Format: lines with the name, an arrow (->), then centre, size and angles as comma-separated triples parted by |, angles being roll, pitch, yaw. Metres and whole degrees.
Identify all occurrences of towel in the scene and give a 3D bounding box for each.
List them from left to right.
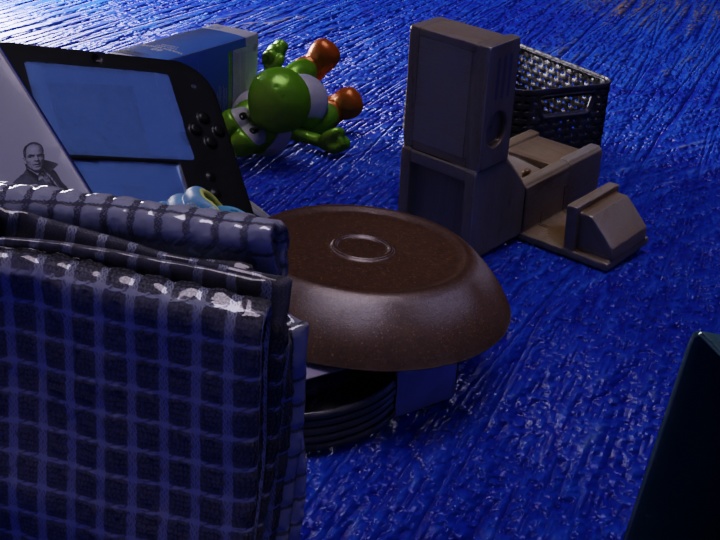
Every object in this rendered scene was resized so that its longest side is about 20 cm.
towel -> -0.106, 0.072, 0.461 | 0.163, 0.203, 0.086 | 9, 25, 13

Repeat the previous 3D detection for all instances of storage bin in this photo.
storage bin -> 0.146, -0.171, 1.190 | 0.133, 0.095, 0.200 | -10, 27, -30

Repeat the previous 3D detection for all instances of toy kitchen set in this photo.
toy kitchen set -> 0.157, -0.113, 0.951 | 0.162, 0.183, 0.199 | 24, 34, 35

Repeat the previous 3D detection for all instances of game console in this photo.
game console -> -0.169, -0.077, 0.810 | 0.198, 0.031, 0.179 | -2, 60, -41

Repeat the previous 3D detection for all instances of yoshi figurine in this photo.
yoshi figurine -> -0.061, -0.168, 1.132 | 0.111, 0.114, 0.200 | 21, 31, 19

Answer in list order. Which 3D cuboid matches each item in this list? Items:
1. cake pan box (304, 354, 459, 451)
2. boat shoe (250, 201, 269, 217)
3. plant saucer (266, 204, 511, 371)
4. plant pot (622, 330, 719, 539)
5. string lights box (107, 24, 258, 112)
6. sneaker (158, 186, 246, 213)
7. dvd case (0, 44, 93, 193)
cake pan box -> -0.060, 0.042, 0.726 | 0.182, 0.053, 0.199 | -16, 31, -35
boat shoe -> -0.157, -0.052, 0.887 | 0.198, 0.063, 0.074 | 15, 8, -35
plant saucer -> 0.000, 0.000, 0.729 | 0.197, 0.037, 0.201 | 6, 24, -3
plant pot -> 0.239, 0.127, 0.494 | 0.197, 0.143, 0.142 | 5, 23, -18
string lights box -> -0.174, -0.166, 1.102 | 0.058, 0.104, 0.200 | 16, 26, 24
sneaker -> -0.104, 0.032, 0.597 | 0.129, 0.080, 0.202 | -21, 48, 16
dvd case -> -0.255, -0.049, 0.716 | 0.149, 0.025, 0.201 | -31, 73, -13
